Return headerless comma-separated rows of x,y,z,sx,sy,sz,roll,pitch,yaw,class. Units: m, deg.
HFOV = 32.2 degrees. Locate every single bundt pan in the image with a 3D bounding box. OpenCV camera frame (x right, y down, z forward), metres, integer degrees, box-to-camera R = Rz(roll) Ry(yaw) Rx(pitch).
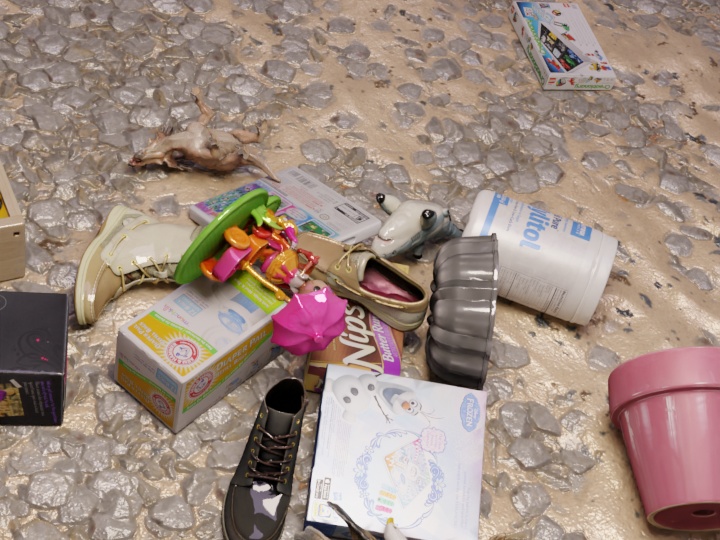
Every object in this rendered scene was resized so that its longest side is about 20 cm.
0.123,0.050,1.560,0.075,0.202,0.202,5,47,1,bundt pan

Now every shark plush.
0.076,-0.054,1.700,0.091,0.084,0.200,18,11,21,shark plush

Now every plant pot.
0.402,0.210,1.500,0.199,0.200,0.180,7,62,-9,plant pot

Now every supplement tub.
0.233,-0.018,1.692,0.199,0.132,0.132,19,47,4,supplement tub

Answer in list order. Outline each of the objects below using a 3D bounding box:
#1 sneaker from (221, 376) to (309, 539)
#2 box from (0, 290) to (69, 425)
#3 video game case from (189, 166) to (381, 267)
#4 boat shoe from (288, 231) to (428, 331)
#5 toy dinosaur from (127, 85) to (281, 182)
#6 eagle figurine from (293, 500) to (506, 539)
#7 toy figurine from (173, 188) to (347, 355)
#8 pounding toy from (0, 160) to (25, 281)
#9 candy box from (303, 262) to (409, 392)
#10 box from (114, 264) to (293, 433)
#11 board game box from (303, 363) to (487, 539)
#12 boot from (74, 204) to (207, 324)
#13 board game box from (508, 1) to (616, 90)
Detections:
-0.108,0.218,1.403,0.075,0.106,0.200,12,47,-4,sneaker
-0.437,0.099,1.426,0.199,0.106,0.123,2,48,-13,box
-0.103,-0.069,1.686,0.182,0.024,0.200,-25,41,-31,video game case
0.000,0.000,1.567,0.200,0.066,0.074,27,56,3,boat shoe
-0.210,-0.168,1.741,0.199,0.136,0.086,20,56,-24,toy dinosaur
0.031,0.321,1.326,0.199,0.152,0.151,11,7,-27,eagle figurine
-0.090,0.015,1.466,0.184,0.150,0.200,44,26,7,toy figurine
-0.534,-0.092,1.549,0.184,0.142,0.200,-13,53,-25,pounding toy
-0.004,0.071,1.600,0.116,0.057,0.200,12,45,-4,candy box
-0.187,0.084,1.508,0.112,0.102,0.200,38,50,20,box
0.043,0.221,1.460,0.198,0.043,0.201,10,58,-4,board game box
-0.267,0.000,1.578,0.154,0.072,0.200,11,42,4,boot
0.341,-0.383,2.117,0.126,0.035,0.200,-2,49,-17,board game box
